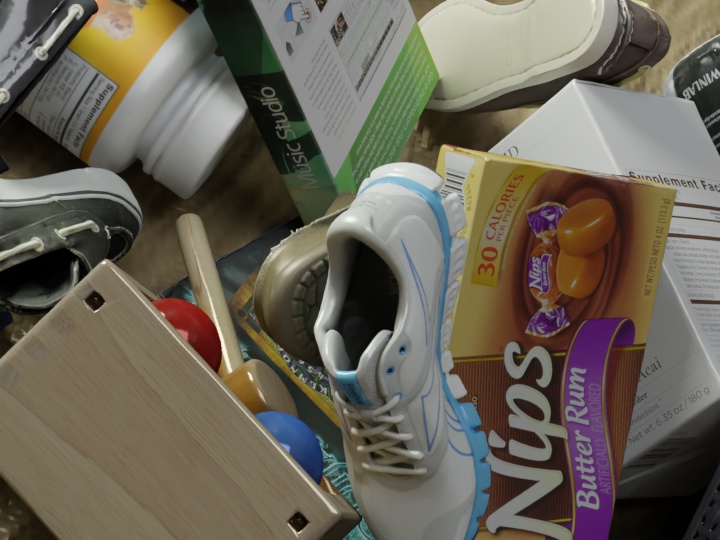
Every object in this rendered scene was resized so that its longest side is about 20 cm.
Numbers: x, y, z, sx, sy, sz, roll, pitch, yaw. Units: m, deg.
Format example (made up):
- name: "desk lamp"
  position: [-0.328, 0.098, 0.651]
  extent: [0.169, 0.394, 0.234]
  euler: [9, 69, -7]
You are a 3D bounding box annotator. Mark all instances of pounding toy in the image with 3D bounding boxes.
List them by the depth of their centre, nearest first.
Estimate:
- name: "pounding toy"
  position: [-0.084, 0.072, 1.075]
  extent: [0.142, 0.200, 0.184]
  euler: [-43, 83, -2]

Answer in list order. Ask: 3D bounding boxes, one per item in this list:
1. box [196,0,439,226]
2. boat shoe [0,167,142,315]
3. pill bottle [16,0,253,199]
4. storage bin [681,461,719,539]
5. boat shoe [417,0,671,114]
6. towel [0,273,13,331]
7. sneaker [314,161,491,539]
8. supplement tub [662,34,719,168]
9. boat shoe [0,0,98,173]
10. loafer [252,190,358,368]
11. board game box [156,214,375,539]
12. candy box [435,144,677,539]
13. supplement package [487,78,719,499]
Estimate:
- name: "box"
  position: [-0.024, -0.136, 1.216]
  extent: [0.201, 0.036, 0.145]
  euler: [64, 37, -35]
- name: "boat shoe"
  position: [-0.164, -0.006, 1.117]
  extent: [0.064, 0.071, 0.200]
  euler: [53, 22, 14]
- name: "pill bottle"
  position: [-0.152, -0.128, 1.214]
  extent: [0.200, 0.109, 0.109]
  euler: [36, 50, -1]
- name: "storage bin"
  position: [0.260, 0.119, 1.179]
  extent: [0.094, 0.201, 0.135]
  euler: [30, 9, 39]
- name: "boat shoe"
  position: [0.095, -0.126, 1.298]
  extent: [0.059, 0.200, 0.072]
  euler: [14, 77, -33]
- name: "towel"
  position: [-0.287, -0.007, 1.126]
  extent: [0.200, 0.024, 0.145]
  euler: [41, 52, 6]
- name: "sneaker"
  position: [0.009, 0.056, 1.055]
  extent: [0.087, 0.075, 0.201]
  euler: [-33, 119, -60]
- name: "supplement tub"
  position: [0.265, -0.042, 1.313]
  extent: [0.122, 0.123, 0.201]
  euler: [-9, 70, -31]
- name: "boat shoe"
  position: [-0.200, -0.068, 1.118]
  extent: [0.060, 0.074, 0.201]
  euler: [31, 73, -10]
- name: "loafer"
  position: [0.000, 0.000, 1.162]
  extent: [0.067, 0.076, 0.200]
  euler: [15, 16, 30]
- name: "board game box"
  position: [-0.009, 0.069, 1.209]
  extent: [0.135, 0.028, 0.200]
  euler: [-29, 76, -37]
- name: "candy box"
  position: [0.083, 0.044, 1.146]
  extent: [0.116, 0.056, 0.201]
  euler: [8, 95, -25]
- name: "supplement package"
  position: [0.152, 0.013, 1.251]
  extent: [0.119, 0.121, 0.201]
  euler: [4, 55, -47]
